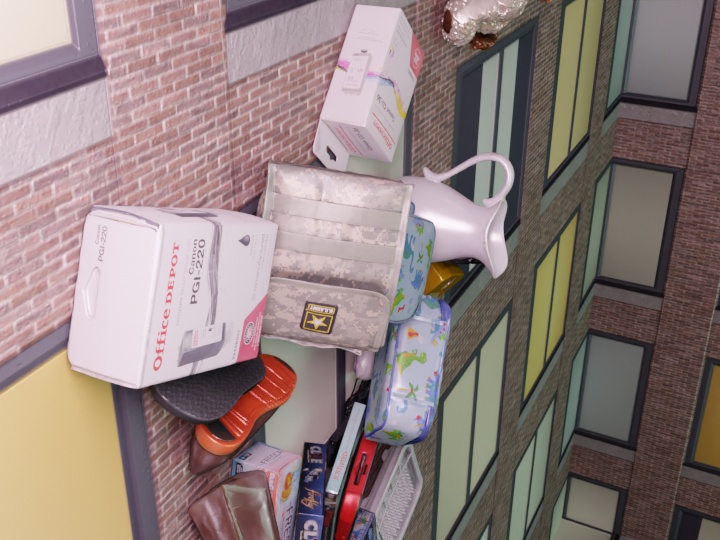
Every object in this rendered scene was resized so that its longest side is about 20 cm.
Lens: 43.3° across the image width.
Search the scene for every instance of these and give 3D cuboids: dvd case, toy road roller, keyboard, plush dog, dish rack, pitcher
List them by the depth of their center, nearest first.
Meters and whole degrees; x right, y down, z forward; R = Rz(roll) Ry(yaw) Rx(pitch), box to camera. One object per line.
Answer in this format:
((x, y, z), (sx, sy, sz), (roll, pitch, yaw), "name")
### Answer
((0.117, -0.091, 1.293), (0.121, 0.198, 0.174), (-8, 109, -65), "pitcher")
((-0.028, 0.304, 1.310), (0.201, 0.022, 0.147), (96, 11, -48), "dvd case")
((-0.002, 0.203, 1.398), (0.200, 0.039, 0.105), (-47, 158, -44), "keyboard")
((0.103, -0.035, 1.427), (0.200, 0.146, 0.123), (-43, 167, 15), "toy road roller")
((0.214, -0.442, 1.433), (0.172, 0.158, 0.203), (-77, 177, -83), "plush dog")
((0.053, 0.405, 1.603), (0.201, 0.043, 0.173), (72, 37, -50), "dish rack")

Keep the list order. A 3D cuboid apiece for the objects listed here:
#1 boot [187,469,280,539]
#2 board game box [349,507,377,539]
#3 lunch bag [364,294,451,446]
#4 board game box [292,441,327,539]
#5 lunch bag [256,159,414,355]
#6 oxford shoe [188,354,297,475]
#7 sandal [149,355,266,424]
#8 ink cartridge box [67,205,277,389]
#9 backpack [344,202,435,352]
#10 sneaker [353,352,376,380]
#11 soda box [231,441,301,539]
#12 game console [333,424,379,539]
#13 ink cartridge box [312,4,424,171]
((-0.167, 0.341, 1.039), (0.185, 0.064, 0.202), (-25, 111, -20), "boot")
((-0.040, 0.511, 1.425), (0.200, 0.061, 0.202), (-49, 144, -46), "board game box")
((0.061, 0.137, 1.253), (0.161, 0.081, 0.202), (127, -25, -67), "lunch bag")
((-0.069, 0.331, 1.192), (0.200, 0.034, 0.137), (-93, -170, -76), "board game box")
((-0.040, -0.010, 0.998), (0.118, 0.162, 0.203), (-123, -138, -79), "lunch bag")
((-0.138, 0.160, 1.037), (0.073, 0.071, 0.200), (-56, 171, 30), "oxford shoe")
((-0.160, 0.123, 0.947), (0.048, 0.076, 0.200), (-40, 171, 18), "sandal")
((-0.168, 0.018, 0.848), (0.199, 0.084, 0.148), (-6, 107, -64), "ink cartridge box")
((0.000, 0.000, 1.144), (0.183, 0.146, 0.202), (5, 101, -63), "backpack")
((0.058, 0.117, 1.396), (0.200, 0.099, 0.076), (-31, 132, -57), "sneaker")
((-0.124, 0.322, 1.124), (0.063, 0.068, 0.203), (-21, 121, -65), "soda box")
((0.002, 0.311, 1.357), (0.178, 0.031, 0.201), (97, 11, -51), "game console")
((0.012, -0.217, 1.154), (0.116, 0.067, 0.202), (39, 66, -64), "ink cartridge box")
